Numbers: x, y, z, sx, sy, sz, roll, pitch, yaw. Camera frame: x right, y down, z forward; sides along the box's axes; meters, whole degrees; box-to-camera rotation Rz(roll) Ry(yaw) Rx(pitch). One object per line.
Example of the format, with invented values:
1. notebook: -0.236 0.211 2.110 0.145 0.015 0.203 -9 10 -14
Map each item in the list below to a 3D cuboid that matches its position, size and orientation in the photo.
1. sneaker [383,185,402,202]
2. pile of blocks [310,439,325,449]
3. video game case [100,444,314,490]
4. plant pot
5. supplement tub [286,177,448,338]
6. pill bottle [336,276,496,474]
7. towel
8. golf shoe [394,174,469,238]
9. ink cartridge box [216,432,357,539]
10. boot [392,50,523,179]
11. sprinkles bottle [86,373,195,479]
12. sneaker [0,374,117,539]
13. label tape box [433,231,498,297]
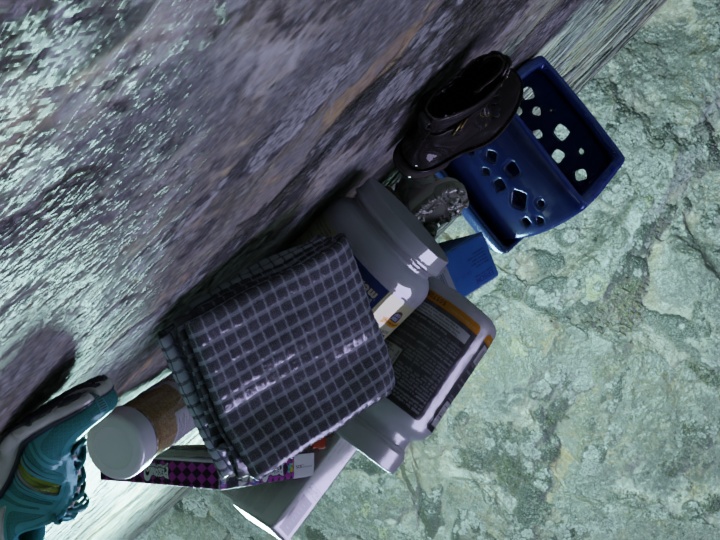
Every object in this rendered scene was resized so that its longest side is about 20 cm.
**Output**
1. sneaker: 0.000 0.000 1.250 0.201 0.090 0.067 -51 138 2
2. pile of blocks: -0.058 0.171 1.240 0.081 0.063 0.201 -14 149 -23
3. video game case: -0.186 0.237 1.266 0.197 0.037 0.180 -4 174 33
4. plant pot: 0.223 -0.152 1.453 0.179 0.201 0.200 -39 180 39
5. supplement tub: -0.017 0.016 1.101 0.200 0.145 0.145 -45 175 10
6. pill bottle: 0.055 0.116 1.155 0.201 0.116 0.116 -54 177 -6
7. towel: -0.070 0.079 0.955 0.198 0.168 0.085 -31 -160 -30
8. golf shoe: 0.075 -0.097 1.305 0.077 0.099 0.200 -8 170 -17
9. ink cartridge box: -0.096 0.237 1.370 0.175 0.045 0.201 16 -120 49
10. boot: 0.121 -0.176 1.070 0.199 0.069 0.174 -40 175 -20
11. sprinkles bottle: -0.212 0.154 1.107 0.068 0.068 0.200 -45 176 21
12. sneaker: -0.236 0.153 0.803 0.200 0.080 0.077 -48 174 33
13. label tape box: 0.061 0.020 1.333 0.143 0.064 0.199 -30 -171 -30
